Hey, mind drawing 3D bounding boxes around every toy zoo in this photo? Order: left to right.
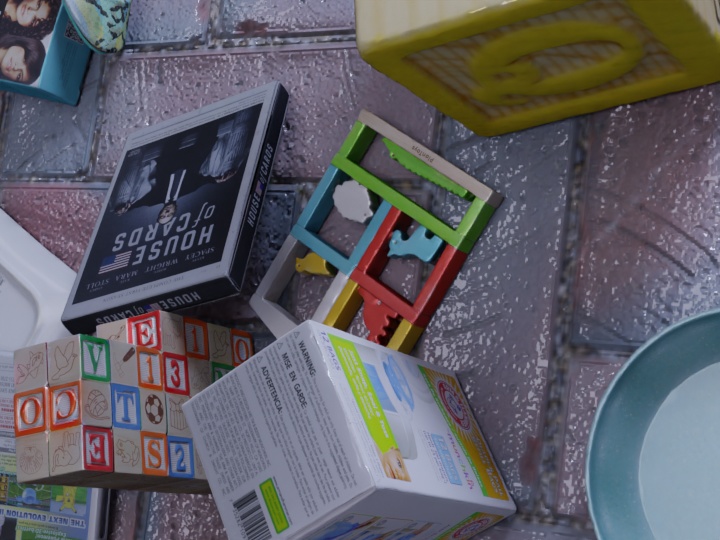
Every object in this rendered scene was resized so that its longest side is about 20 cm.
[{"bbox_3d":[0.000,0.000,0.979,0.131,0.020,0.201,35,98,31],"label":"toy zoo"}]

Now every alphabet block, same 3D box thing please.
[{"bbox_3d":[0.115,-0.221,0.859,0.194,0.196,0.202,-13,73,29],"label":"alphabet block"}]

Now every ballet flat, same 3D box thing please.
[{"bbox_3d":[-0.226,-0.278,1.141,0.074,0.074,0.201,-30,67,21],"label":"ballet flat"}]

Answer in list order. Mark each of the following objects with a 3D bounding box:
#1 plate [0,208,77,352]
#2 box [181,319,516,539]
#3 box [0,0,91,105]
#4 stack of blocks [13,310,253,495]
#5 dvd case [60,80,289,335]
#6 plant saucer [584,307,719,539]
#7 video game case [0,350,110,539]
[{"bbox_3d":[-0.330,0.057,1.154,0.199,0.032,0.201,35,98,32],"label":"plate"},{"bbox_3d":[-0.001,0.119,0.848,0.101,0.200,0.113,-33,63,19],"label":"box"},{"bbox_3d":[-0.324,-0.205,1.198,0.199,0.049,0.083,14,87,32],"label":"box"},{"bbox_3d":[-0.150,0.091,0.942,0.058,0.200,0.116,-14,74,27],"label":"stack of blocks"},{"bbox_3d":[-0.135,-0.048,1.014,0.149,0.025,0.201,-15,43,26],"label":"dvd case"},{"bbox_3d":[0.232,0.122,0.807,0.198,0.036,0.202,-7,76,30],"label":"plant saucer"},{"bbox_3d":[-0.286,0.157,1.086,0.198,0.022,0.184,4,87,22],"label":"video game case"}]
